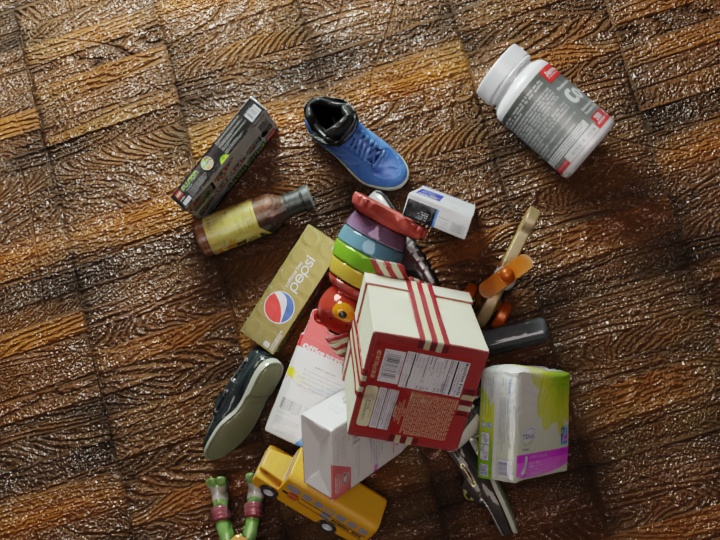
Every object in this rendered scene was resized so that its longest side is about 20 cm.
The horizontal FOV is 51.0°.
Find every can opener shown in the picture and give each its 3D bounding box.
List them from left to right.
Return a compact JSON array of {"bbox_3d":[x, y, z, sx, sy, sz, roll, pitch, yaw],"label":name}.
[{"bbox_3d":[0.196,0.130,1.164,0.195,0.053,0.068,-15,70,14],"label":"can opener"}]

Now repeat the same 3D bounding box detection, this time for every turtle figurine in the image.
[{"bbox_3d":[-0.194,0.405,1.130,0.142,0.198,0.198,-25,56,32],"label":"turtle figurine"}]

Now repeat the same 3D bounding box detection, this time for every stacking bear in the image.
[{"bbox_3d":[0.000,0.000,1.123,0.119,0.114,0.204,25,97,-10],"label":"stacking bear"}]

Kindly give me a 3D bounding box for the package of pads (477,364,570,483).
[{"bbox_3d":[0.243,0.217,1.101,0.067,0.198,0.159,-1,84,37],"label":"package of pads"}]

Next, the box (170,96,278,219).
[{"bbox_3d":[-0.215,-0.175,1.215,0.035,0.110,0.201,38,88,7],"label":"box"}]

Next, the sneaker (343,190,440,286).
[{"bbox_3d":[0.040,-0.016,1.206,0.114,0.076,0.202,-34,74,7],"label":"sneaker"}]

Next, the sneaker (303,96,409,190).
[{"bbox_3d":[-0.009,-0.203,1.200,0.199,0.111,0.077,39,88,7],"label":"sneaker"}]

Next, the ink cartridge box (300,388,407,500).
[{"bbox_3d":[0.003,0.236,1.132,0.067,0.198,0.119,18,117,39],"label":"ink cartridge box"}]

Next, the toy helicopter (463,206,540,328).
[{"bbox_3d":[0.222,-0.007,1.153,0.078,0.132,0.203,27,87,7],"label":"toy helicopter"}]

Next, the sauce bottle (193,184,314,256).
[{"bbox_3d":[-0.171,-0.084,1.225,0.196,0.066,0.068,-20,83,4],"label":"sauce bottle"}]

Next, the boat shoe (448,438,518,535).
[{"bbox_3d":[0.176,0.315,1.161,0.060,0.072,0.205,-27,76,6],"label":"boat shoe"}]

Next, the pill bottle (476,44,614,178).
[{"bbox_3d":[0.286,-0.252,1.179,0.199,0.114,0.114,42,89,7],"label":"pill bottle"}]

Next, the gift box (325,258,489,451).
[{"bbox_3d":[0.056,0.108,1.038,0.195,0.188,0.188,15,113,-9],"label":"gift box"}]

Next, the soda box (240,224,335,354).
[{"bbox_3d":[-0.107,0.031,1.210,0.067,0.064,0.202,32,88,6],"label":"soda box"}]

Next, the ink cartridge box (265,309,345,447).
[{"bbox_3d":[-0.059,0.176,1.191,0.114,0.067,0.204,22,87,6],"label":"ink cartridge box"}]

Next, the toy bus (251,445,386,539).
[{"bbox_3d":[-0.064,0.337,1.153,0.198,0.079,0.066,32,45,-5],"label":"toy bus"}]

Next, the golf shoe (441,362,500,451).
[{"bbox_3d":[0.181,0.219,1.117,0.077,0.199,0.089,-30,93,42],"label":"golf shoe"}]

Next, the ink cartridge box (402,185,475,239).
[{"bbox_3d":[0.123,-0.091,1.143,0.097,0.200,0.040,21,103,7],"label":"ink cartridge box"}]

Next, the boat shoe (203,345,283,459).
[{"bbox_3d":[-0.198,0.207,1.200,0.066,0.074,0.202,43,110,37],"label":"boat shoe"}]
